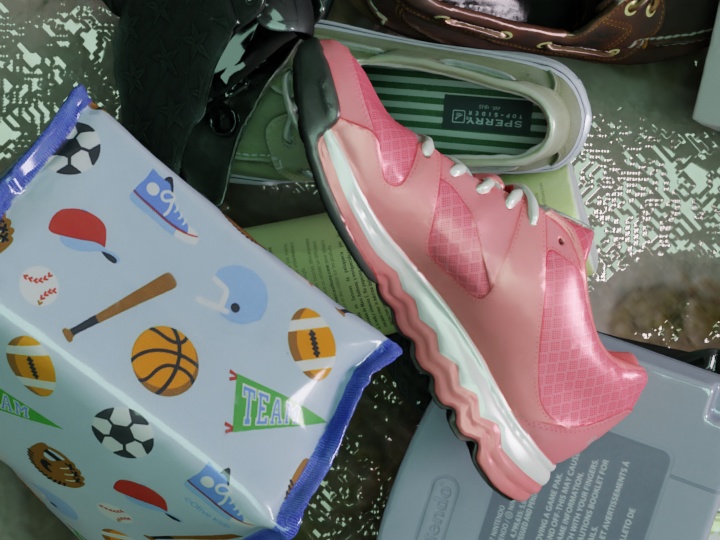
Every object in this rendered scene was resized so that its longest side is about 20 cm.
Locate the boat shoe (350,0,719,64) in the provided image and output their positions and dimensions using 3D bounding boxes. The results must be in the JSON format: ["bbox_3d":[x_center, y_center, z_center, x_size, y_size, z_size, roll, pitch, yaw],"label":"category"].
[{"bbox_3d":[0.095,-0.124,0.955,0.199,0.070,0.071,-5,94,-21],"label":"boat shoe"}]

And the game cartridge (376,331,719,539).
[{"bbox_3d":[0.074,0.119,0.927,0.133,0.040,0.201,19,106,7],"label":"game cartridge"}]

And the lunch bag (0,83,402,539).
[{"bbox_3d":[-0.104,0.041,0.890,0.170,0.200,0.124,39,58,-7],"label":"lunch bag"}]

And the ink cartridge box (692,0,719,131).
[{"bbox_3d":[0.240,-0.140,0.935,0.084,0.144,0.201,9,95,-45],"label":"ink cartridge box"}]

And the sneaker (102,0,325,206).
[{"bbox_3d":[-0.043,-0.130,0.865,0.104,0.060,0.200,50,117,23],"label":"sneaker"}]

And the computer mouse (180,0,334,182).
[{"bbox_3d":[-0.060,-0.082,0.971,0.058,0.034,0.201,26,95,4],"label":"computer mouse"}]

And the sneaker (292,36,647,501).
[{"bbox_3d":[0.043,-0.013,0.860,0.087,0.074,0.201,-30,103,2],"label":"sneaker"}]

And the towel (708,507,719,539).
[{"bbox_3d":[0.140,0.190,1.002,0.170,0.048,0.201,-1,92,-6],"label":"towel"}]

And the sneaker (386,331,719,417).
[{"bbox_3d":[0.107,0.060,0.977,0.199,0.091,0.076,16,84,14],"label":"sneaker"}]

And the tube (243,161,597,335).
[{"bbox_3d":[0.000,0.000,0.947,0.199,0.052,0.058,-16,61,8],"label":"tube"}]

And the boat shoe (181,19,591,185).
[{"bbox_3d":[-0.005,-0.071,0.910,0.199,0.062,0.072,1,93,15],"label":"boat shoe"}]
